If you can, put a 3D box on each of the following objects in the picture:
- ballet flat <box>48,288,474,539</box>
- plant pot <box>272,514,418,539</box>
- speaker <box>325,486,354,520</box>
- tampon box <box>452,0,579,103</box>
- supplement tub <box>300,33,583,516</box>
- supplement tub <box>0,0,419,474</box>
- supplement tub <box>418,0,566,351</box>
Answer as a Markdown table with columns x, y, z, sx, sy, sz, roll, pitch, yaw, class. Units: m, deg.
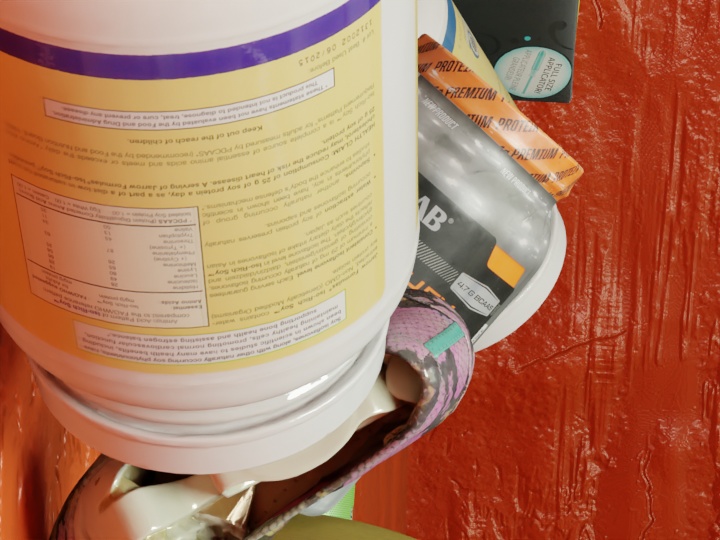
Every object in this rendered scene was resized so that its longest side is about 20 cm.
| x | y | z | sx | sy | sz | roll | pitch | yaw | class |
| --- | --- | --- | --- | --- | --- | --- | --- | --- | --- |
| -0.048 | 0.072 | 0.786 | 0.069 | 0.200 | 0.071 | 58 | 18 | 4 | ballet flat |
| -0.018 | 0.204 | 0.939 | 0.196 | 0.199 | 0.195 | 2 | 91 | -86 | plant pot |
| -0.044 | 0.146 | 1.285 | 0.088 | 0.088 | 0.201 | 64 | 29 | -80 | speaker |
| 0.022 | -0.188 | 1.185 | 0.150 | 0.199 | 0.127 | 86 | 8 | -52 | tampon box |
| 0.000 | 0.000 | 0.978 | 0.200 | 0.122 | 0.123 | -50 | 177 | 4 | supplement tub |
| -0.054 | -0.049 | 0.679 | 0.146 | 0.145 | 0.200 | -82 | 173 | -47 | supplement tub |
| 0.013 | -0.060 | 1.127 | 0.200 | 0.144 | 0.145 | 53 | 33 | -42 | supplement tub |
